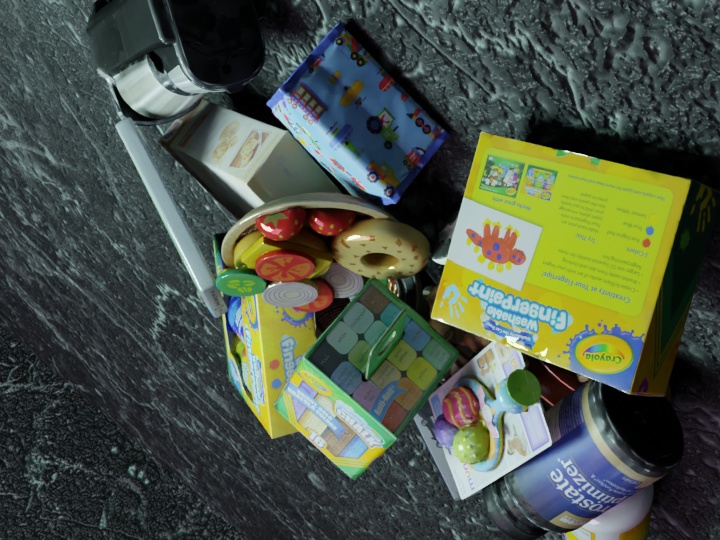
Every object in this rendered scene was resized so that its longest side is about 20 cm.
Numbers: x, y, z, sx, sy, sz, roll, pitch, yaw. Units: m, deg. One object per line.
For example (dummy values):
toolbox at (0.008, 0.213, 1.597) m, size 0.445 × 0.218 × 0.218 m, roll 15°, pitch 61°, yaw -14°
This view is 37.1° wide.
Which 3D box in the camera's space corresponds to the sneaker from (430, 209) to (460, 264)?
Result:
sneaker at (0.153, -0.024, 1.027) m, size 0.084 × 0.078 × 0.199 m, roll 32°, pitch 166°, yaw -27°

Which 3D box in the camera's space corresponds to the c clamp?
c clamp at (0.000, 0.000, 1.206) m, size 0.171 × 0.027 × 0.202 m, roll -53°, pitch 54°, yaw 38°

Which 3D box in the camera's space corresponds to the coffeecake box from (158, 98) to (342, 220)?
coffeecake box at (-0.113, -0.102, 1.196) m, size 0.199 × 0.073 × 0.154 m, roll 27°, pitch 166°, yaw 48°

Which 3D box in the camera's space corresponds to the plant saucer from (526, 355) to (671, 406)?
plant saucer at (0.233, 0.094, 1.117) m, size 0.199 × 0.032 × 0.201 m, roll 32°, pitch 151°, yaw 20°

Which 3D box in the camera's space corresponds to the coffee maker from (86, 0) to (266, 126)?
coffee maker at (-0.198, -0.254, 1.075) m, size 0.193 × 0.135 × 0.199 m, roll 51°, pitch 153°, yaw -17°

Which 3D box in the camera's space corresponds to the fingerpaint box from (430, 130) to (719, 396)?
fingerpaint box at (0.173, -0.009, 0.882) m, size 0.198 × 0.170 × 0.073 m, roll 19°, pitch -174°, yaw 40°

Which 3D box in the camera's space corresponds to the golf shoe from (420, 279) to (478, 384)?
golf shoe at (0.113, 0.110, 1.173) m, size 0.202 × 0.087 × 0.077 m, roll 62°, pitch -179°, yaw 20°

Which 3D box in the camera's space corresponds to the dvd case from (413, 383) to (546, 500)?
dvd case at (0.149, 0.186, 1.279) m, size 0.025 × 0.148 × 0.201 m, roll -102°, pitch -11°, yaw -50°

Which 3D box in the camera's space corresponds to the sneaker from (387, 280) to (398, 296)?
sneaker at (0.048, 0.043, 1.263) m, size 0.072 × 0.077 × 0.202 m, roll -25°, pitch 99°, yaw 18°

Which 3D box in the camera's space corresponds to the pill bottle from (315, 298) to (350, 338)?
pill bottle at (-0.023, 0.094, 1.348) m, size 0.200 × 0.112 × 0.114 m, roll 49°, pitch 169°, yaw 51°

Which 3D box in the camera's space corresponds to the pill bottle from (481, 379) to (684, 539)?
pill bottle at (0.211, 0.188, 1.055) m, size 0.112 × 0.112 × 0.200 m, roll 42°, pitch 130°, yaw -1°

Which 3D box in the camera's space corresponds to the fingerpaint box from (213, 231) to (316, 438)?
fingerpaint box at (-0.113, 0.069, 1.284) m, size 0.167 × 0.072 × 0.203 m, roll -141°, pitch 43°, yaw -59°

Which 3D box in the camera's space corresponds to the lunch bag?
lunch bag at (-0.022, -0.136, 1.078) m, size 0.150 × 0.094 × 0.200 m, roll 44°, pitch 165°, yaw -10°

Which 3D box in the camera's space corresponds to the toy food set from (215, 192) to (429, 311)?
toy food set at (-0.044, -0.013, 1.089) m, size 0.198 × 0.049 × 0.197 m, roll 13°, pitch 148°, yaw -32°

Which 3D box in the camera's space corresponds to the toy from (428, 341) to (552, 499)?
toy at (0.110, 0.149, 1.060) m, size 0.200 × 0.047 × 0.117 m, roll -48°, pitch 54°, yaw 55°

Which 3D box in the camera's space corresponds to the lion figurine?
lion figurine at (0.156, 0.052, 1.063) m, size 0.199 × 0.072 × 0.124 m, roll -19°, pitch 105°, yaw 46°

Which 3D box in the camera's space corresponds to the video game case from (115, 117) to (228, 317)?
video game case at (-0.206, -0.052, 1.188) m, size 0.202 × 0.022 × 0.182 m, roll 61°, pitch 172°, yaw 8°

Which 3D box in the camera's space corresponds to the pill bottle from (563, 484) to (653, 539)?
pill bottle at (0.276, 0.257, 1.206) m, size 0.103 × 0.105 × 0.201 m, roll 29°, pitch 159°, yaw 26°

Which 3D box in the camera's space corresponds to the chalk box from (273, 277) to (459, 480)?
chalk box at (0.010, 0.105, 1.091) m, size 0.123 × 0.125 × 0.200 m, roll 41°, pitch 151°, yaw 3°
